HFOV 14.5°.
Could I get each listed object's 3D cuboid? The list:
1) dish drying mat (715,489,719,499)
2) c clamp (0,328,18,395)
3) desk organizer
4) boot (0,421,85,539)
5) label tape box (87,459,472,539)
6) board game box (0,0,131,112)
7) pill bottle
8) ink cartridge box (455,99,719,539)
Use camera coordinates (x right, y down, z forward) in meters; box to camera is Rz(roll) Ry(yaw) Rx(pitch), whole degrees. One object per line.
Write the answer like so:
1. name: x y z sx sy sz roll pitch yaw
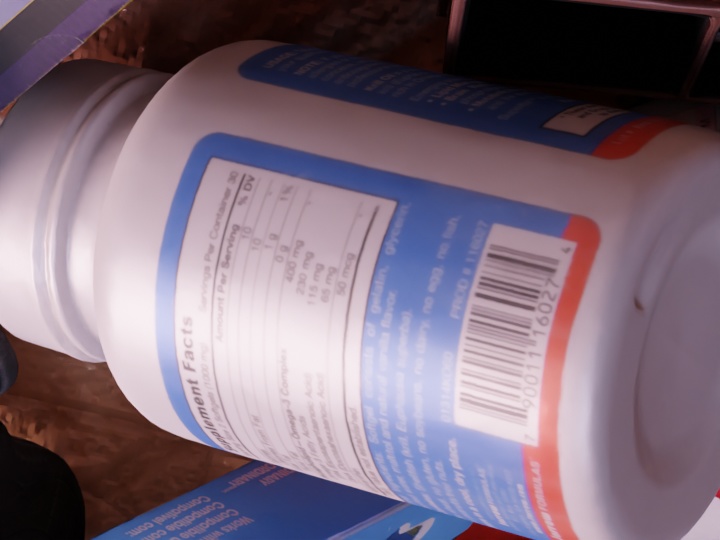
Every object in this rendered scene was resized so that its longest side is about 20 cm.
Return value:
1. dish drying mat: 0.194 0.069 0.841 0.199 0.018 0.077 26 105 -33
2. c clamp: -0.183 -0.026 0.794 0.170 0.027 0.200 11 153 25
3. desk organizer: 0.119 -0.062 0.734 0.198 0.077 0.072 6 133 0
4. boot: -0.176 0.069 0.883 0.150 0.074 0.200 13 163 16
5. label tape box: -0.055 0.110 0.845 0.066 0.143 0.200 47 121 14
6. board game box: -0.142 -0.129 0.715 0.165 0.057 0.200 -36 120 29
7. pill bottle: 0.000 0.000 0.749 0.199 0.112 0.113 15 139 30
8. ink cartridge box: 0.059 0.039 0.854 0.199 0.057 0.163 -20 128 17
